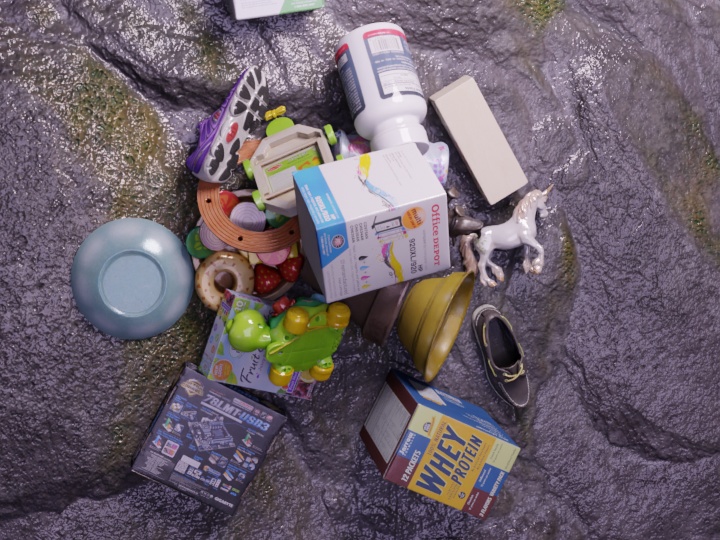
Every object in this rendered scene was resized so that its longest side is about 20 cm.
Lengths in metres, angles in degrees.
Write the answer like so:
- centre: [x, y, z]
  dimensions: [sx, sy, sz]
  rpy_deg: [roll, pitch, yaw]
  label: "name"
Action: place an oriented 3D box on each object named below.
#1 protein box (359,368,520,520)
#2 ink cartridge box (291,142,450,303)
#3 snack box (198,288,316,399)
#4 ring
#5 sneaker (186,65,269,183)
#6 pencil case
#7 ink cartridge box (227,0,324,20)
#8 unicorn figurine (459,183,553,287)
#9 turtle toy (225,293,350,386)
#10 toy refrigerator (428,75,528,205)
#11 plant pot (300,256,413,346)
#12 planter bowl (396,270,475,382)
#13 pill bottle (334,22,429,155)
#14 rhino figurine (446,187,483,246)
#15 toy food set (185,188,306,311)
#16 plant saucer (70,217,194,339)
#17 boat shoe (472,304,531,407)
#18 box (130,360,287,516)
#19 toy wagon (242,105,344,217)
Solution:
- centre: [0.128, 0.288, 1.736]
  dimensions: [0.197, 0.200, 0.136]
  rpy_deg: [25, 96, -15]
  label: "protein box"
- centre: [0.017, -0.073, 1.523]
  dimensions: [0.197, 0.145, 0.148]
  rpy_deg: [-16, 132, -10]
  label: "ink cartridge box"
- centre: [-0.151, 0.124, 1.696]
  dimensions: [0.198, 0.053, 0.144]
  rpy_deg: [16, 96, -32]
  label: "snack box"
- centre: [-0.161, -0.118, 1.644]
  dimensions: [0.197, 0.019, 0.203]
  rpy_deg: [2, 66, -5]
  label: "ring"
- centre: [-0.216, -0.239, 1.627]
  dimensions: [0.202, 0.083, 0.081]
  rpy_deg: [-61, 148, -10]
  label: "sneaker"
- centre: [0.046, -0.180, 1.688]
  dimensions: [0.197, 0.091, 0.084]
  rpy_deg: [6, 122, -12]
  label: "pencil case"
- centre: [-0.143, -0.497, 1.585]
  dimensions: [0.143, 0.088, 0.203]
  rpy_deg: [-11, 105, -10]
  label: "ink cartridge box"
- centre: [0.263, -0.056, 1.760]
  dimensions: [0.197, 0.074, 0.139]
  rpy_deg: [-16, 93, -2]
  label: "unicorn figurine"
- centre: [-0.113, 0.098, 1.614]
  dimensions: [0.198, 0.101, 0.147]
  rpy_deg: [-4, 129, -32]
  label: "turtle toy"
- centre: [0.197, -0.219, 1.721]
  dimensions: [0.075, 0.070, 0.201]
  rpy_deg: [-31, 105, 3]
  label: "toy refrigerator"
- centre: [0.000, 0.000, 1.675]
  dimensions: [0.173, 0.200, 0.202]
  rpy_deg: [23, 96, 2]
  label: "plant pot"
- centre: [0.115, 0.079, 1.725]
  dimensions: [0.083, 0.200, 0.203]
  rpy_deg: [22, 97, 15]
  label: "planter bowl"
- centre: [0.038, -0.271, 1.611]
  dimensions: [0.118, 0.120, 0.202]
  rpy_deg: [-13, 75, -9]
  label: "pill bottle"
- centre: [0.128, -0.094, 1.690]
  dimensions: [0.199, 0.060, 0.087]
  rpy_deg: [26, 138, -35]
  label: "rhino figurine"
- centre: [-0.185, -0.037, 1.686]
  dimensions: [0.197, 0.049, 0.201]
  rpy_deg: [-10, 103, -9]
  label: "toy food set"
- centre: [-0.368, 0.018, 1.664]
  dimensions: [0.198, 0.039, 0.204]
  rpy_deg: [-2, 101, -12]
  label: "plant saucer"
- centre: [0.253, 0.159, 1.809]
  dimensions: [0.071, 0.061, 0.203]
  rpy_deg: [-26, 105, -5]
  label: "boat shoe"
- centre: [-0.255, 0.284, 1.735]
  dimensions: [0.198, 0.050, 0.200]
  rpy_deg: [28, 94, -15]
  label: "box"
- centre: [-0.108, -0.177, 1.623]
  dimensions: [0.153, 0.202, 0.040]
  rpy_deg: [-22, 144, 2]
  label: "toy wagon"
